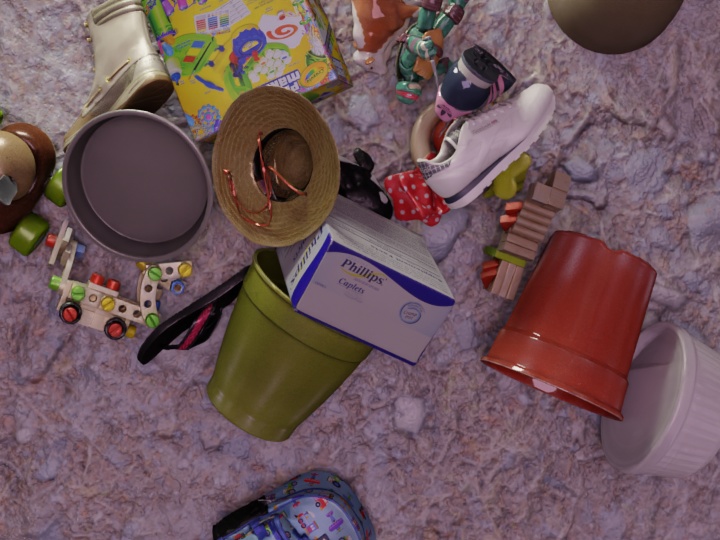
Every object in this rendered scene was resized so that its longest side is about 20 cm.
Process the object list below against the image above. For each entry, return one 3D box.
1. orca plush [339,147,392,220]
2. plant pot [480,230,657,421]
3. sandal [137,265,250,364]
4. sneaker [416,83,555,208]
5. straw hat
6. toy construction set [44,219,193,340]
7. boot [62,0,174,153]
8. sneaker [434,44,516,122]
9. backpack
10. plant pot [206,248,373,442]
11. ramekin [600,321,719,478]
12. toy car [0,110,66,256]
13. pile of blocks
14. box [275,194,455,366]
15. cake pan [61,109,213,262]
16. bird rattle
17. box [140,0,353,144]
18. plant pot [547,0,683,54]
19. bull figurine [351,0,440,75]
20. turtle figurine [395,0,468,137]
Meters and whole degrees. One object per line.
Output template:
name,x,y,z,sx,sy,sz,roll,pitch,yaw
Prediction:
orca plush,-0.036,-0.132,1.705,0.105,0.071,0.201,-36,94,0
plant pot,0.283,0.065,1.680,0.199,0.201,0.197,23,85,-4
sandal,-0.210,0.067,1.709,0.199,0.075,0.045,-36,81,-2
sneaker,0.160,-0.170,1.607,0.200,0.076,0.081,-46,105,-10
straw hat,-0.085,-0.133,1.587,0.199,0.085,0.204,9,107,31
toy construction set,-0.329,0.015,1.693,0.198,0.092,0.132,22,94,-3
boot,-0.330,-0.252,1.679,0.199,0.072,0.156,-34,66,34
sneaker,0.136,-0.229,1.604,0.070,0.200,0.082,43,110,9
backpack,-0.078,0.373,1.709,0.199,0.135,0.184,-30,95,-3
plant pot,-0.101,0.108,1.673,0.199,0.201,0.194,32,104,-4
ramekin,0.405,0.176,1.688,0.093,0.202,0.205,19,93,-14
toy car,-0.463,-0.115,1.624,0.164,0.200,0.158,37,93,-4
pile of blocks,0.202,-0.054,1.699,0.062,0.082,0.201,19,115,-16
box,0.000,0.000,1.624,0.182,0.200,0.106,25,108,-21
cake pan,-0.278,-0.110,1.634,0.198,0.037,0.203,4,113,9
bird rattle,0.126,-0.147,1.714,0.197,0.113,0.165,-11,77,5
box,-0.141,-0.288,1.641,0.198,0.122,0.195,-21,89,10
plant pot,0.345,-0.379,1.639,0.185,0.200,0.190,0,94,-3
bull figurine,0.031,-0.361,1.695,0.120,0.065,0.202,-17,102,-11
turtle figurine,0.092,-0.280,1.643,0.100,0.149,0.202,18,94,24
